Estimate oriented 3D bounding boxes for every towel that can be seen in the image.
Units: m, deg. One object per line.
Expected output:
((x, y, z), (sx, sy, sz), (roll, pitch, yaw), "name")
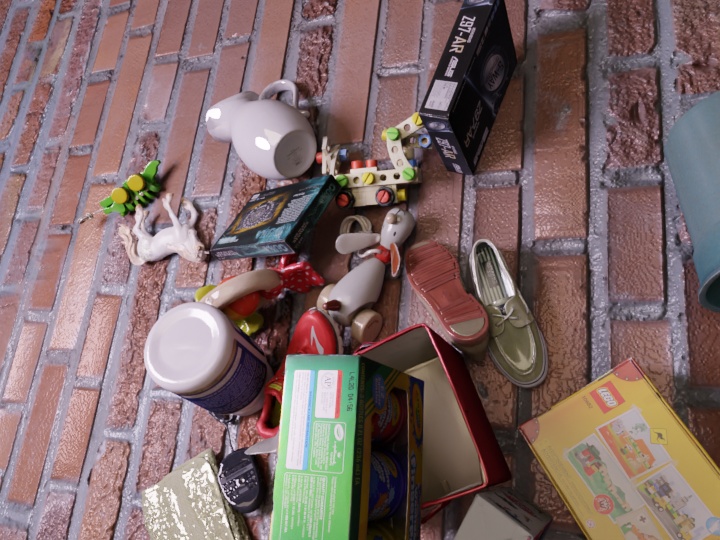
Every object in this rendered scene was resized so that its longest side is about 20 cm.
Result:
((-0.235, 0.376, 0.795), (0.148, 0.036, 0.200), (-37, 63, 8), "towel")

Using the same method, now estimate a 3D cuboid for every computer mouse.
((-0.188, 0.260, 0.821), (0.059, 0.034, 0.200), (-25, 57, -3), "computer mouse")

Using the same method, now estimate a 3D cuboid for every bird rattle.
((-0.160, 0.042, 0.815), (0.200, 0.163, 0.113), (-26, 83, 23), "bird rattle")

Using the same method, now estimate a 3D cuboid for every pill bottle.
((-0.193, 0.131, 0.759), (0.115, 0.200, 0.116), (-5, 63, 10), "pill bottle")

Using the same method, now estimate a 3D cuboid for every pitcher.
((-0.143, -0.245, 0.928), (0.172, 0.121, 0.200), (-42, 50, -10), "pitcher")

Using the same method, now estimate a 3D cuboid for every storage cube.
((0.056, 0.188, 0.656), (0.171, 0.180, 0.200), (-26, 64, 13), "storage cube")

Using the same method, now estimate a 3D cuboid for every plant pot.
((0.434, -0.084, 0.592), (0.200, 0.200, 0.197), (-15, 60, 17), "plant pot")

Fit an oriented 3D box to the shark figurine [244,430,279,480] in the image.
((-0.097, 0.220, 0.691), (0.089, 0.214, 0.128), (-15, 83, -13), "shark figurine")

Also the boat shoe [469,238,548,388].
((0.180, 0.053, 0.715), (0.072, 0.062, 0.200), (-24, 66, 14), "boat shoe")

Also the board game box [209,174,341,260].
((-0.133, -0.076, 0.842), (0.200, 0.028, 0.135), (-3, 47, 46), "board game box")

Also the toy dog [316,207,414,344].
((0.000, 0.000, 0.781), (0.132, 0.096, 0.201), (5, 81, 26), "toy dog")

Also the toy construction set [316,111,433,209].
((0.014, -0.161, 0.839), (0.200, 0.092, 0.132), (-1, 97, 30), "toy construction set")

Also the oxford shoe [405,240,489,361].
((0.111, 0.038, 0.746), (0.071, 0.074, 0.200), (-20, 44, 1), "oxford shoe")

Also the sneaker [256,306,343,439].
((-0.086, 0.147, 0.752), (0.077, 0.085, 0.200), (26, 107, 25), "sneaker")

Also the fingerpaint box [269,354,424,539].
((-0.002, 0.185, 0.486), (0.073, 0.167, 0.201), (-4, 71, 24), "fingerpaint box")

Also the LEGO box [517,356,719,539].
((0.292, 0.221, 0.604), (0.149, 0.077, 0.200), (-34, 63, 9), "LEGO box")

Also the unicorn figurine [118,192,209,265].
((-0.330, -0.062, 0.968), (0.200, 0.074, 0.138), (-23, 74, 30), "unicorn figurine")

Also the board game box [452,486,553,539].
((0.130, 0.308, 0.573), (0.064, 0.200, 0.148), (28, 85, 27), "board game box")

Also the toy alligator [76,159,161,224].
((-0.438, -0.130, 1.041), (0.200, 0.059, 0.054), (-36, 104, 8), "toy alligator")

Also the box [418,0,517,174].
((0.155, -0.258, 0.775), (0.043, 0.160, 0.200), (18, 79, 28), "box")
